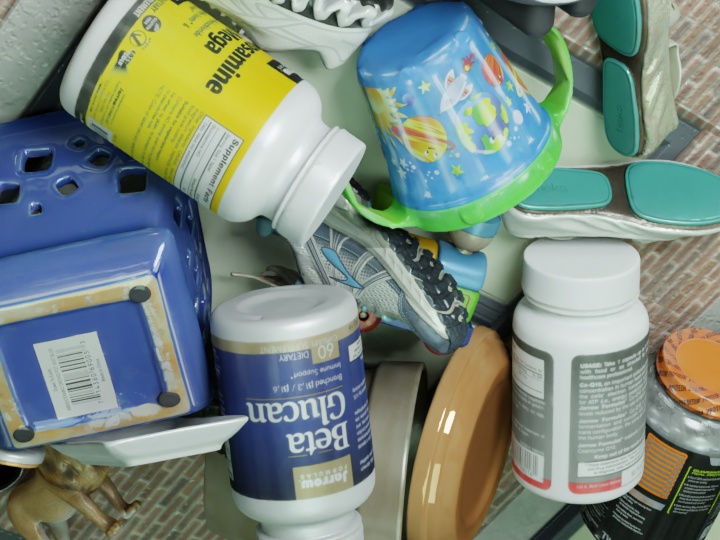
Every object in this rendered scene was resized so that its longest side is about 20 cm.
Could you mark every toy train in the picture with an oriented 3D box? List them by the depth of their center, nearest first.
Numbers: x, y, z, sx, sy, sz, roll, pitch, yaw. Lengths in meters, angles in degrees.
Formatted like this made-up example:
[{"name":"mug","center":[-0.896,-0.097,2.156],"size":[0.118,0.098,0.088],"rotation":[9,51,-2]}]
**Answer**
[{"name":"toy train","center":[0.008,-0.018,1.490],"size":[0.198,0.085,0.117],"rotation":[16,110,-14]}]

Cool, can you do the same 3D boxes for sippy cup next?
[{"name":"sippy cup","center":[0.063,-0.121,1.377],"size":[0.139,0.178,0.131],"rotation":[-3,130,39]}]

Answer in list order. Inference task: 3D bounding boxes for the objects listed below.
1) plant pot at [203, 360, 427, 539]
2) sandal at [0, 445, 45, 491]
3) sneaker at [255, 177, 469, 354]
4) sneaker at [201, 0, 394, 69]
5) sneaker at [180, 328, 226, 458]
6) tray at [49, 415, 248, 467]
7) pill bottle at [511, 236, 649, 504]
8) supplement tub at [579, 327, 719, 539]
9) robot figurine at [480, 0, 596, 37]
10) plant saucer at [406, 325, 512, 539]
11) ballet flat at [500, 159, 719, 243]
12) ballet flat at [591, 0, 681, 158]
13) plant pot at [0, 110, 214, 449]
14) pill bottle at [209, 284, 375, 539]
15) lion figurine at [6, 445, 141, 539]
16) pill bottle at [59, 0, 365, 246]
[{"name":"plant pot","center":[-0.038,0.172,1.579],"size":[0.171,0.201,0.201],"rotation":[4,132,7]},{"name":"sandal","center":[-0.304,0.149,1.492],"size":[0.078,0.206,0.060],"rotation":[14,90,-21]},{"name":"sneaker","center":[0.000,0.000,1.433],"size":[0.087,0.200,0.077],"rotation":[-50,160,17]},{"name":"sneaker","center":[-0.077,-0.196,1.320],"size":[0.198,0.076,0.081],"rotation":[17,134,-23]},{"name":"sneaker","center":[-0.114,0.089,1.500],"size":[0.199,0.091,0.076],"rotation":[27,145,9]},{"name":"tray","center":[-0.157,0.126,1.369],"size":[0.106,0.022,0.200],"rotation":[-8,178,-21]},{"name":"pill bottle","center":[0.181,0.079,1.547],"size":[0.112,0.114,0.202],"rotation":[-4,114,-7]},{"name":"supplement tub","center":[0.277,0.156,1.653],"size":[0.121,0.123,0.201],"rotation":[6,129,-16]},{"name":"robot figurine","center":[0.123,-0.262,1.265],"size":[0.123,0.151,0.201],"rotation":[9,133,10]},{"name":"plant saucer","center":[0.091,0.148,1.567],"size":[0.037,0.201,0.202],"rotation":[15,134,18]},{"name":"ballet flat","center":[0.205,-0.051,1.509],"size":[0.197,0.070,0.070],"rotation":[1,130,-7]},{"name":"ballet flat","center":[0.211,-0.174,1.409],"size":[0.062,0.067,0.201],"rotation":[-31,139,-21]},{"name":"plant pot","center":[-0.212,0.012,1.397],"size":[0.198,0.181,0.201],"rotation":[-11,132,-2]},{"name":"pill bottle","center":[-0.046,0.120,1.389],"size":[0.110,0.111,0.202],"rotation":[-8,104,-4]},{"name":"lion figurine","center":[-0.263,0.193,1.613],"size":[0.122,0.072,0.200],"rotation":[43,124,0]},{"name":"pill bottle","center":[-0.100,-0.107,1.308],"size":[0.199,0.113,0.113],"rotation":[34,123,2]}]
